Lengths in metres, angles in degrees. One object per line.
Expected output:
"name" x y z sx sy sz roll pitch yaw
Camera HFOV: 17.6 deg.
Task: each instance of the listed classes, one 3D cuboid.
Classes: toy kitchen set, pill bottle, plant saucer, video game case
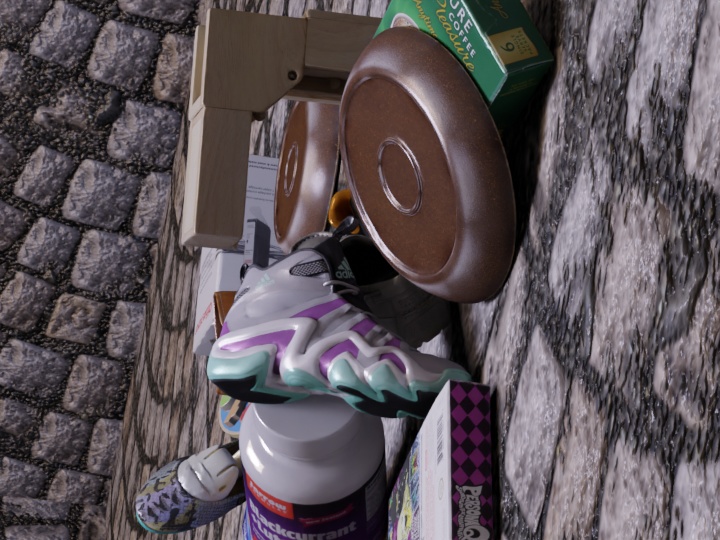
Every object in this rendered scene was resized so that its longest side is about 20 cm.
"toy kitchen set" -0.039 -0.100 1.848 0.163 0.200 0.181 152 122 -77
"pill bottle" -0.036 0.149 1.788 0.200 0.111 0.111 86 -178 -53
"plant saucer" 0.038 -0.068 1.612 0.200 0.032 0.200 41 141 46
"plant saucer" -0.058 -0.102 2.400 0.200 0.032 0.200 -171 90 -79
"video game case" 0.053 0.204 1.590 0.181 0.036 0.200 112 162 -54

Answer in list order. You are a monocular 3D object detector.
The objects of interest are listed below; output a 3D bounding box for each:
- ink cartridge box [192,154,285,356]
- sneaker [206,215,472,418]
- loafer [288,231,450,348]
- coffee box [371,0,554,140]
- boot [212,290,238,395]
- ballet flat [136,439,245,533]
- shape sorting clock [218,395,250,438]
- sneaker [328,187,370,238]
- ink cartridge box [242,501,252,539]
"ink cartridge box" -0.130 -0.013 2.606 0.144 0.084 0.200 128 149 -69
"sneaker" -0.007 0.028 1.672 0.078 0.200 0.140 55 -136 -62
"loafer" 0.000 0.000 1.781 0.200 0.070 0.070 24 147 56
"coffee box" 0.059 -0.134 1.613 0.123 0.044 0.200 62 152 21
"boot" -0.042 0.028 1.888 0.077 0.155 0.200 99 172 -59
"ballet flat" -0.123 0.185 2.174 0.072 0.200 0.072 16 113 42
"shape sorting clock" -0.057 0.062 2.037 0.200 0.039 0.200 -43 25 25
"sneaker" 0.031 -0.064 1.785 0.200 0.077 0.078 122 155 -62
"ink cartridge box" -0.056 0.212 2.084 0.136 0.076 0.200 -104 22 -64
